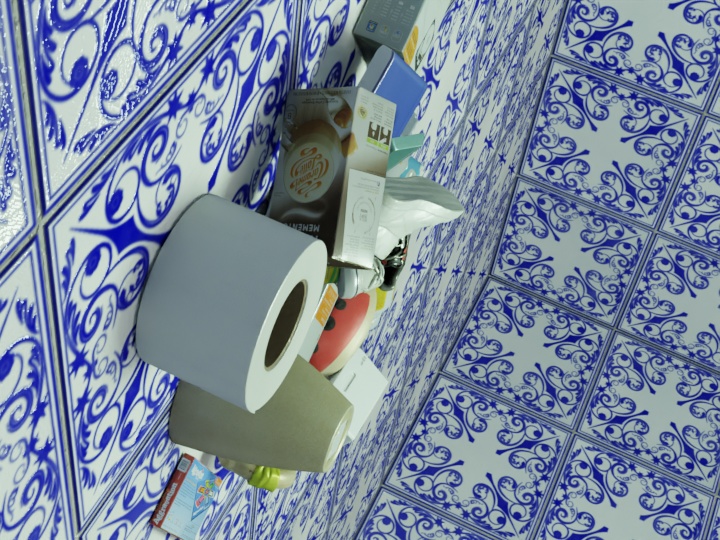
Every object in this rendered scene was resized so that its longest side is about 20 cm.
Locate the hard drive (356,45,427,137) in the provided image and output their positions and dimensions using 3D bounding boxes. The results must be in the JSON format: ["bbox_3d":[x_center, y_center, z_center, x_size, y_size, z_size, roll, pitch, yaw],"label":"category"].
[{"bbox_3d":[0.029,-0.215,1.611,0.133,0.025,0.200,-60,165,5],"label":"hard drive"}]

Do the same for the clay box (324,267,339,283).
[{"bbox_3d":[-0.051,-0.073,1.639,0.202,0.047,0.116,99,-16,-47],"label":"clay box"}]

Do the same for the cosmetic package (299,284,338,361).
[{"bbox_3d":[-0.106,0.097,1.772,0.101,0.070,0.202,60,54,-76],"label":"cosmetic package"}]

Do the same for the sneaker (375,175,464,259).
[{"bbox_3d":[0.060,-0.074,1.772,0.198,0.074,0.116,3,132,-49],"label":"sneaker"}]

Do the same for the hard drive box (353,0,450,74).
[{"bbox_3d":[0.072,-0.382,1.689,0.156,0.076,0.203,45,67,-78],"label":"hard drive box"}]

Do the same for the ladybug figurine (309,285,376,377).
[{"bbox_3d":[-0.052,0.075,1.872,0.072,0.134,0.202,46,61,-47],"label":"ladybug figurine"}]

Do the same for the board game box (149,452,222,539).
[{"bbox_3d":[-0.242,0.323,1.697,0.104,0.019,0.200,-63,168,-15],"label":"board game box"}]

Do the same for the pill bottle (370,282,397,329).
[{"bbox_3d":[0.009,0.004,2.026,0.112,0.111,0.202,-56,163,-45],"label":"pill bottle"}]

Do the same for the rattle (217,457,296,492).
[{"bbox_3d":[-0.137,0.236,1.792,0.200,0.128,0.145,-26,124,-79],"label":"rattle"}]

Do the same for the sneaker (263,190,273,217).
[{"bbox_3d":[-0.110,-0.013,1.541,0.113,0.072,0.201,95,19,-52],"label":"sneaker"}]

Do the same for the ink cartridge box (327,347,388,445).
[{"bbox_3d":[-0.068,0.222,1.909,0.199,0.085,0.145,-32,-164,42],"label":"ink cartridge box"}]

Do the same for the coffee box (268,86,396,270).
[{"bbox_3d":[-0.036,-0.109,1.439,0.079,0.113,0.204,15,80,-51],"label":"coffee box"}]

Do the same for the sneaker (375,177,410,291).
[{"bbox_3d":[0.053,-0.050,1.847,0.083,0.076,0.202,-108,-163,-44],"label":"sneaker"}]

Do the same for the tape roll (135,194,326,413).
[{"bbox_3d":[-0.139,0.034,1.333,0.203,0.138,0.204,90,26,-63],"label":"tape roll"}]

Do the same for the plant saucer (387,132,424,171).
[{"bbox_3d":[0.009,-0.136,1.675,0.069,0.019,0.199,-16,168,-42],"label":"plant saucer"}]

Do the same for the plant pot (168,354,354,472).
[{"bbox_3d":[-0.115,0.176,1.559,0.187,0.198,0.190,23,90,-79],"label":"plant pot"}]

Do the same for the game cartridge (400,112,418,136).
[{"bbox_3d":[0.014,-0.142,1.815,0.201,0.040,0.134,-55,-173,26],"label":"game cartridge"}]

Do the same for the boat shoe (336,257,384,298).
[{"bbox_3d":[0.000,0.000,1.716,0.200,0.069,0.072,-143,-129,-87],"label":"boat shoe"}]

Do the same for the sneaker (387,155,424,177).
[{"bbox_3d":[0.052,-0.112,2.086,0.077,0.080,0.202,-56,165,-50],"label":"sneaker"}]
